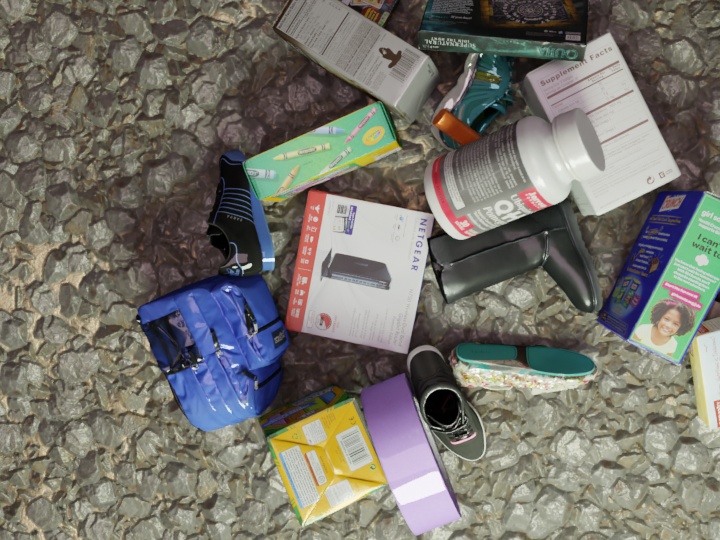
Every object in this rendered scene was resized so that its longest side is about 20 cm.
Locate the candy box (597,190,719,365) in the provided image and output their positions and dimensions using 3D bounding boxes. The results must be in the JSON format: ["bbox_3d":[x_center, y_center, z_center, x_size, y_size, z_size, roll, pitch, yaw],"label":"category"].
[{"bbox_3d":[0.393,0.002,1.003,0.077,0.169,0.200,24,97,2],"label":"candy box"}]

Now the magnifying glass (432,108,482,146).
[{"bbox_3d":[0.176,-0.150,1.047,0.200,0.022,0.080,30,111,-28],"label":"magnifying glass"}]

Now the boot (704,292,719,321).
[{"bbox_3d":[0.522,0.028,1.046,0.146,0.070,0.200,27,98,-2],"label":"boot"}]

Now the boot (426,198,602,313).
[{"bbox_3d":[0.203,0.004,1.058,0.200,0.066,0.165,-17,80,-9],"label":"boot"}]

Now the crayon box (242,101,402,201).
[{"bbox_3d":[-0.047,-0.157,1.074,0.200,0.119,0.058,-22,91,8],"label":"crayon box"}]

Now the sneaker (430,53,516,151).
[{"bbox_3d":[0.176,-0.243,1.053,0.080,0.077,0.200,41,109,34],"label":"sneaker"}]

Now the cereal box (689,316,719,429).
[{"bbox_3d":[0.526,0.112,1.008,0.200,0.040,0.144,-15,111,4],"label":"cereal box"}]

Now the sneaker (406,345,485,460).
[{"bbox_3d":[0.121,0.204,1.064,0.071,0.099,0.200,-25,115,8],"label":"sneaker"}]

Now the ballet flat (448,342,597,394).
[{"bbox_3d":[0.222,0.139,1.096,0.200,0.076,0.064,6,126,11],"label":"ballet flat"}]

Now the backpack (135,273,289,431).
[{"bbox_3d":[-0.186,0.111,1.081,0.168,0.163,0.200,-17,96,22],"label":"backpack"}]

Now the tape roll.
[{"bbox_3d":[0.066,0.240,1.045,0.066,0.200,0.200,-23,91,4],"label":"tape roll"}]

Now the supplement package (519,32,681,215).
[{"bbox_3d":[0.305,-0.184,1.028,0.117,0.117,0.200,-27,90,8],"label":"supplement package"}]

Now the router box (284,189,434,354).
[{"bbox_3d":[0.000,0.000,1.115,0.179,0.049,0.200,11,95,7],"label":"router box"}]

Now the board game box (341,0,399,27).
[{"bbox_3d":[0.035,-0.440,1.084,0.105,0.023,0.200,30,91,6],"label":"board game box"}]

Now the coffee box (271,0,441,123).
[{"bbox_3d":[-0.002,-0.288,1.049,0.200,0.114,0.080,35,97,13],"label":"coffee box"}]

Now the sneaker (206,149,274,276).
[{"bbox_3d":[-0.177,-0.081,1.083,0.078,0.070,0.200,-10,60,-19],"label":"sneaker"}]

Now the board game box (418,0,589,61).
[{"bbox_3d":[0.181,-0.318,0.987,0.200,0.028,0.135,8,51,10],"label":"board game box"}]

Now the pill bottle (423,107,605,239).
[{"bbox_3d":[0.187,-0.120,0.963,0.200,0.111,0.111,-22,91,32],"label":"pill bottle"}]

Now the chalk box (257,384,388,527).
[{"bbox_3d":[-0.058,0.237,1.064,0.124,0.200,0.125,-23,92,-12],"label":"chalk box"}]
